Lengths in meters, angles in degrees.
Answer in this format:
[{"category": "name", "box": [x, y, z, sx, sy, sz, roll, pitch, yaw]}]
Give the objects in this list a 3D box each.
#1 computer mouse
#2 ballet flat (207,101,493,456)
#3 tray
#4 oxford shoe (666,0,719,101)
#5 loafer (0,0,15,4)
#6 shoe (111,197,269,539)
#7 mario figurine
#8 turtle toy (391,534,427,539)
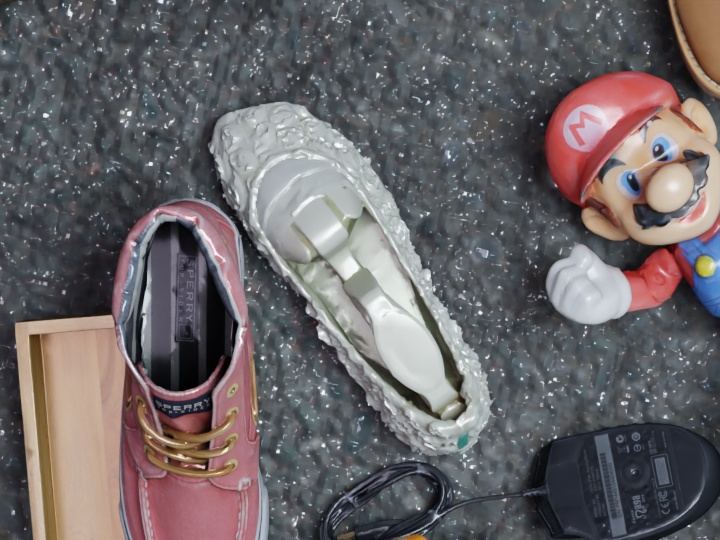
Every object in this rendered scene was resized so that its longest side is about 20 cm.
[{"category": "computer mouse", "box": [0.077, 0.113, 0.972, 0.198, 0.034, 0.059, -9, 67, 9]}, {"category": "ballet flat", "box": [0.000, 0.000, 0.953, 0.072, 0.072, 0.201, -36, 90, 2]}, {"category": "tray", "box": [-0.108, 0.121, 0.973, 0.098, 0.037, 0.202, -5, 92, 1]}, {"category": "oxford shoe", "box": [0.179, -0.178, 0.923, 0.071, 0.071, 0.202, 5, 82, 0]}, {"category": "loafer", "box": [-0.224, -0.149, 0.954, 0.198, 0.067, 0.077, 5, 75, 18]}, {"category": "shoe", "box": [-0.081, 0.068, 0.907, 0.071, 0.091, 0.202, -1, 91, 1]}, {"category": "mario figurine", "box": [0.166, -0.010, 0.924, 0.200, 0.106, 0.124, 41, 58, -7]}, {"category": "turtle toy", "box": [0.064, 0.188, 0.930, 0.198, 0.146, 0.102, 14, 50, 1]}]
